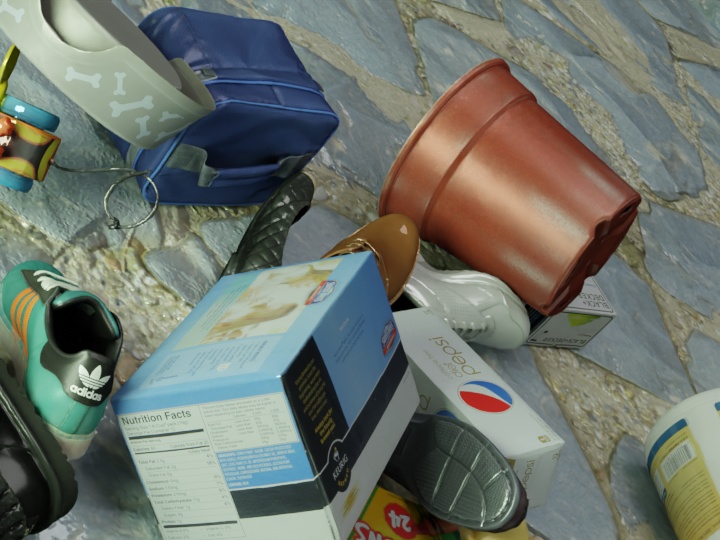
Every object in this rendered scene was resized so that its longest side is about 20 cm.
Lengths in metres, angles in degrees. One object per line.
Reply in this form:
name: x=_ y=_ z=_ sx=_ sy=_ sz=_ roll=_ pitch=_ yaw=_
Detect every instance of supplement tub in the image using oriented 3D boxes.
supplement tub: x=0.369 y=0.228 z=1.382 sx=0.144 sy=0.145 sz=0.200 roll=21 pitch=37 yaw=-34

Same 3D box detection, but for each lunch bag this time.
lunch bag: x=-0.125 y=-0.133 z=1.248 sx=0.200 sy=0.136 sz=0.132 roll=-5 pitch=53 yaw=-49

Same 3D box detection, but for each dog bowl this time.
dog bowl: x=-0.200 y=-0.172 z=1.079 sx=0.200 sy=0.059 sz=0.200 roll=44 pitch=7 yaw=-7

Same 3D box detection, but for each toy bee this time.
toy bee: x=-0.253 y=-0.102 z=1.029 sx=0.109 sy=0.199 sz=0.131 roll=25 pitch=69 yaw=-74

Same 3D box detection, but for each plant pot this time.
plant pot: x=0.154 y=-0.070 z=1.408 sx=0.195 sy=0.201 sz=0.201 roll=39 pitch=27 yaw=17

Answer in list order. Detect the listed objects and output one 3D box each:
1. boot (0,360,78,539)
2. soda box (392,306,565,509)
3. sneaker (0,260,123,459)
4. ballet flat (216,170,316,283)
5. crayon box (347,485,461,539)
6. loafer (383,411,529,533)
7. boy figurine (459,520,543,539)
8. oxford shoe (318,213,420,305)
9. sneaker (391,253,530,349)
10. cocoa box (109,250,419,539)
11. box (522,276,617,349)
boot: x=-0.271 y=0.095 z=0.831 sx=0.211 sy=0.079 sz=0.158 roll=48 pitch=29 yaw=6
soda box: x=0.078 y=0.113 z=1.178 sx=0.063 sy=0.068 sz=0.200 roll=-9 pitch=36 yaw=-32
sneaker: x=-0.197 y=0.038 z=0.968 sx=0.071 sy=0.080 sz=0.200 roll=23 pitch=20 yaw=-31
ballet flat: x=-0.074 y=-0.021 z=1.240 sx=0.057 sy=0.067 sz=0.200 roll=31 pitch=38 yaw=-6
crayon box: x=0.021 y=0.247 z=1.024 sx=0.127 sy=0.051 sz=0.200 roll=27 pitch=34 yaw=-27
loafer: x=0.060 y=0.149 z=1.111 sx=0.200 sy=0.072 sz=0.063 roll=22 pitch=-8 yaw=45
boy figurine: x=0.104 y=0.206 z=1.168 sx=0.124 sy=0.064 sz=0.200 roll=38 pitch=26 yaw=-12
oxford shoe: x=0.000 y=0.000 z=1.239 sx=0.071 sy=0.071 sz=0.200 roll=35 pitch=45 yaw=10
sneaker: x=0.071 y=0.045 z=1.339 sx=0.199 sy=0.078 sz=0.100 roll=20 pitch=42 yaw=-20
cocoa box: x=-0.058 y=0.090 z=0.999 sx=0.200 sy=0.133 sz=0.132 roll=-54 pitch=130 yaw=-60
box: x=0.177 y=-0.013 z=1.544 sx=0.116 sy=0.060 sz=0.200 roll=9 pitch=45 yaw=-45
